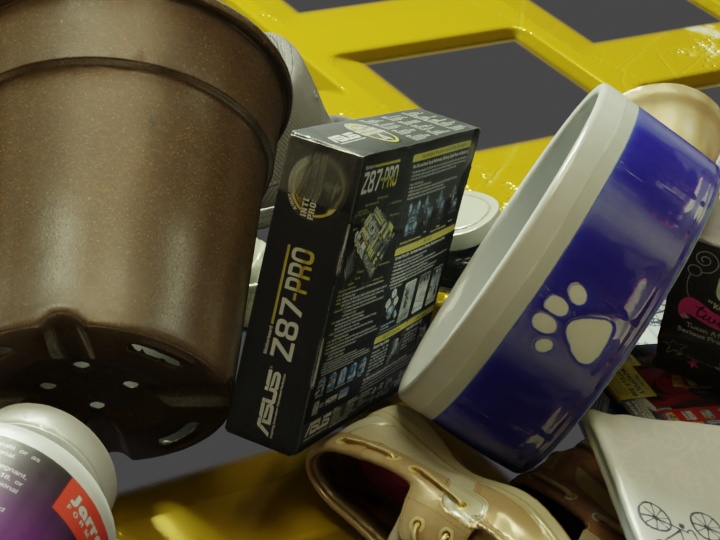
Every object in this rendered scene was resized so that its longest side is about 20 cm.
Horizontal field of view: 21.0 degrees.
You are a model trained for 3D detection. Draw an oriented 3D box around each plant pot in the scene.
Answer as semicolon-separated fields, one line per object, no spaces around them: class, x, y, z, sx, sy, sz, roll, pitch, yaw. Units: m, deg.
plant pot;-0.136;-0.018;1.038;0.198;0.201;0.200;5;58;-8

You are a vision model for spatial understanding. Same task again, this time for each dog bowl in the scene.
dog bowl;0.105;0.005;1.034;0.078;0.201;0.200;34;33;-1

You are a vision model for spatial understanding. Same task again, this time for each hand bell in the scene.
hand bell;0.201;-0.019;1.203;0.103;0.105;0.201;5;37;-8

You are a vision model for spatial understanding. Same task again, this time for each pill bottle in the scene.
pill bottle;-0.179;0.144;0.865;0.111;0.113;0.200;15;31;9

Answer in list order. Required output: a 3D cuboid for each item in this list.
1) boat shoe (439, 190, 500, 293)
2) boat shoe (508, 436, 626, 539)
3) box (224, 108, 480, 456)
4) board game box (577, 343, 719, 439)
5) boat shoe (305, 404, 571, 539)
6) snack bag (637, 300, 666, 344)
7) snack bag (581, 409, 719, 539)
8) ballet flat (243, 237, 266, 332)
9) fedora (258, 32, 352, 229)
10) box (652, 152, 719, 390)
boat shoe;0.017;-0.020;1.234;0.199;0.062;0.075;7;34;41
boat shoe;0.136;0.160;0.977;0.071;0.076;0.200;-11;30;-18
box;0.000;0.000;1.058;0.049;0.163;0.200;19;15;17
board game box;0.243;0.114;1.084;0.198;0.062;0.200;-1;30;-22
boat shoe;0.040;0.138;0.986;0.069;0.074;0.200;-14;28;-30
snack bag;0.166;0.016;1.248;0.198;0.022;0.189;-1;32;-17
snack bag;0.218;0.142;0.937;0.198;0.022;0.189;9;36;-19
ballet flat;-0.104;-0.005;1.181;0.198;0.063;0.068;8;30;-3
fedora;-0.084;-0.101;1.270;0.175;0.091;0.200;-9;25;3
box;0.280;0.005;1.068;0.198;0.115;0.133;20;50;14
